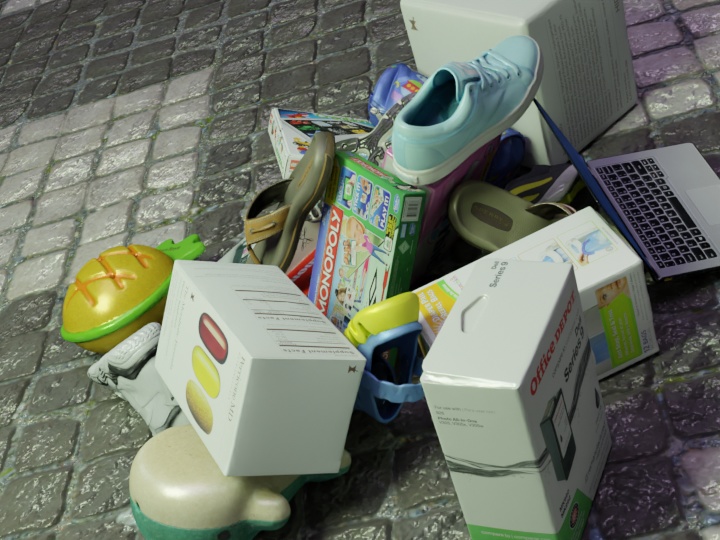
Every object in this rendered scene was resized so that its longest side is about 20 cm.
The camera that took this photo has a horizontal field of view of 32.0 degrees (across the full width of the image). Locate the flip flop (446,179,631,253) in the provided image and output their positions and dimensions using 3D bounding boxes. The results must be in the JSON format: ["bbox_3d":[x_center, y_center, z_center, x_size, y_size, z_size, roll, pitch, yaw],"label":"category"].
[{"bbox_3d":[0.180,-0.037,1.215,0.058,0.198,0.082,137,154,-68],"label":"flip flop"}]

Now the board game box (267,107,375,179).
[{"bbox_3d":[-0.002,-0.137,1.464,0.197,0.035,0.127,6,30,-16],"label":"board game box"}]

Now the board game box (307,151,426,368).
[{"bbox_3d":[0.000,0.000,1.225,0.029,0.203,0.134,-3,22,-34],"label":"board game box"}]

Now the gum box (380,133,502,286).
[{"bbox_3d":[0.071,-0.081,1.283,0.066,0.201,0.113,39,61,15],"label":"gum box"}]

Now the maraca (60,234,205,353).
[{"bbox_3d":[-0.254,0.019,1.403,0.136,0.108,0.200,-4,31,37],"label":"maraca"}]

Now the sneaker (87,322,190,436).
[{"bbox_3d":[-0.212,0.124,1.270,0.075,0.116,0.200,-35,2,-21],"label":"sneaker"}]

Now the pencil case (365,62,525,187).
[{"bbox_3d":[0.092,-0.164,1.438,0.199,0.079,0.086,35,48,29],"label":"pencil case"}]

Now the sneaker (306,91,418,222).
[{"bbox_3d":[0.021,-0.105,1.360,0.198,0.090,0.079,-30,58,11],"label":"sneaker"}]

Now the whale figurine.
[{"bbox_3d":[-0.107,0.195,1.115,0.198,0.105,0.159,-11,26,-33],"label":"whale figurine"}]

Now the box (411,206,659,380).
[{"bbox_3d":[0.154,0.048,1.141,0.198,0.113,0.102,-25,36,-5],"label":"box"}]

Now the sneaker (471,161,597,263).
[{"bbox_3d":[0.172,-0.050,1.316,0.084,0.075,0.199,9,35,45],"label":"sneaker"}]

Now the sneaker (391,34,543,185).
[{"bbox_3d":[0.105,-0.166,1.170,0.073,0.082,0.200,31,64,25],"label":"sneaker"}]

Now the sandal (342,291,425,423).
[{"bbox_3d":[0.006,0.099,1.122,0.079,0.200,0.088,-16,72,-27],"label":"sandal"}]

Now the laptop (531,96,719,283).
[{"bbox_3d":[0.279,-0.094,1.210,0.197,0.117,0.188,-11,43,-10],"label":"laptop"}]

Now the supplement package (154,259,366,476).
[{"bbox_3d":[-0.094,0.081,1.104,0.108,0.115,0.200,3,21,-29],"label":"supplement package"}]

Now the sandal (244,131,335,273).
[{"bbox_3d":[-0.084,-0.057,1.258,0.054,0.201,0.082,17,35,-20],"label":"sandal"}]

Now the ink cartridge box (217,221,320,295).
[{"bbox_3d":[-0.078,-0.021,1.379,0.200,0.044,0.173,-44,21,-29],"label":"ink cartridge box"}]

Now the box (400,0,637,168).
[{"bbox_3d":[0.187,-0.255,1.462,0.171,0.202,0.198,-37,38,-27],"label":"box"}]

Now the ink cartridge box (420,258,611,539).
[{"bbox_3d":[0.128,0.113,0.988,0.083,0.202,0.147,2,40,28],"label":"ink cartridge box"}]
